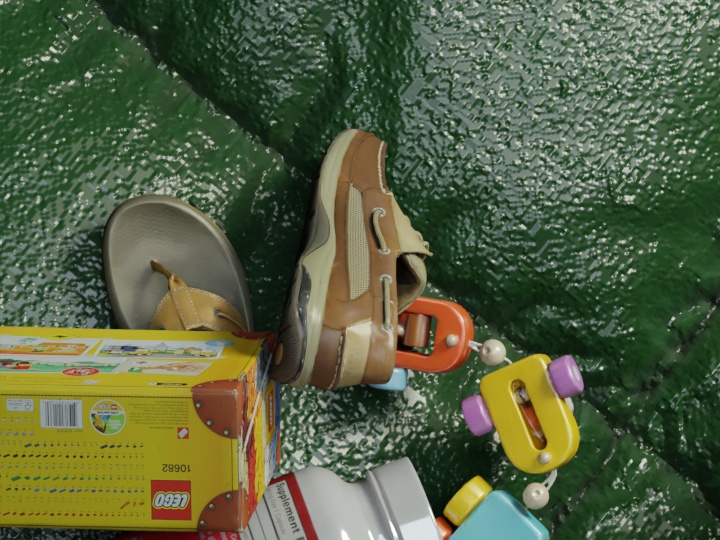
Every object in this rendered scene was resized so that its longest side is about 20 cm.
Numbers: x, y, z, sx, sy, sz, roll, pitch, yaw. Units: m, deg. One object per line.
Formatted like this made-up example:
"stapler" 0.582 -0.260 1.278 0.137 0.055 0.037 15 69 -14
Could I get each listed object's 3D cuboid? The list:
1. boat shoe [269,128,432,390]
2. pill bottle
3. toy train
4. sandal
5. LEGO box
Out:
"boat shoe" 0.000 0.000 1.649 0.073 0.076 0.201 13 40 -1
"pill bottle" -0.052 0.175 1.626 0.199 0.112 0.113 -20 85 -4
"toy train" 0.054 0.101 1.699 0.149 0.056 0.202 4 91 17
"sandal" -0.092 0.053 1.678 0.080 0.054 0.201 -11 84 -9
"LEGO box" -0.150 0.082 1.588 0.198 0.149 0.078 1 101 6
